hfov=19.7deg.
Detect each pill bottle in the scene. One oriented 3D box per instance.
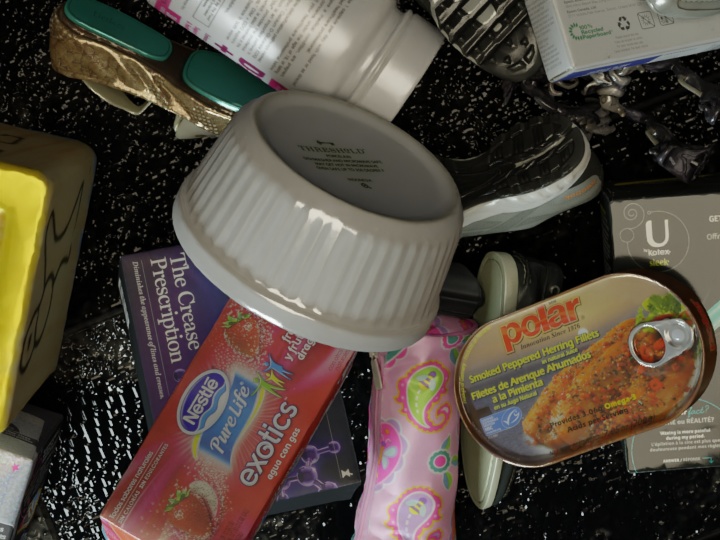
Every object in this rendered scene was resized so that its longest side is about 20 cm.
[{"bbox_3d":[-0.046,-0.188,1.506,0.200,0.113,0.113,34,99,-4],"label":"pill bottle"}]

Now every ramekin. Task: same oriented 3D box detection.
[{"bbox_3d":[-0.021,-0.041,1.421,0.202,0.202,0.094,27,117,-3],"label":"ramekin"}]

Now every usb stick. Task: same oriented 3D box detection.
[{"bbox_3d":[0.000,0.000,1.509,0.200,0.055,0.033,11,122,-30],"label":"usb stick"}]

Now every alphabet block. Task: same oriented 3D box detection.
[{"bbox_3d":[-0.314,-0.010,1.499,0.196,0.200,0.196,11,99,0],"label":"alphabet block"}]

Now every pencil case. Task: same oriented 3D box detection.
[{"bbox_3d":[0.038,0.126,1.567,0.087,0.087,0.200,5,101,1],"label":"pencil case"}]

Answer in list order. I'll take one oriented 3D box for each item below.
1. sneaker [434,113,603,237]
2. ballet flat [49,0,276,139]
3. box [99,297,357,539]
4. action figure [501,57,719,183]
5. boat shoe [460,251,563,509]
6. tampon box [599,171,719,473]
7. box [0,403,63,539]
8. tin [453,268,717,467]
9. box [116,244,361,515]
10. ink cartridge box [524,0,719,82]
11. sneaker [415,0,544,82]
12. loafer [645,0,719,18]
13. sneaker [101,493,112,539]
[{"bbox_3d":[0.087,-0.052,1.534,0.200,0.079,0.074,-14,62,27],"label":"sneaker"},{"bbox_3d":[-0.142,-0.138,1.551,0.200,0.071,0.065,27,126,0],"label":"ballet flat"},{"bbox_3d":[-0.088,0.114,1.422,0.095,0.100,0.200,29,75,3],"label":"box"},{"bbox_3d":[0.182,-0.145,1.517,0.200,0.102,0.119,36,108,22],"label":"action figure"},{"bbox_3d":[0.119,0.083,1.569,0.066,0.074,0.200,-1,99,-21],"label":"boat shoe"},{"bbox_3d":[0.258,0.032,1.526,0.150,0.126,0.200,-4,99,4],"label":"tampon box"},{"bbox_3d":[-0.341,0.142,1.558,0.200,0.132,0.115,18,101,-2],"label":"box"},{"bbox_3d":[0.158,0.068,1.467,0.200,0.042,0.112,-22,92,32],"label":"tin"},{"bbox_3d":[-0.090,0.079,1.523,0.141,0.079,0.200,-11,77,-12],"label":"box"},{"bbox_3d":[0.189,-0.244,1.441,0.196,0.043,0.200,-13,84,-29],"label":"ink cartridge box"},{"bbox_3d":[0.077,-0.199,1.481,0.066,0.090,0.200,-46,58,9],"label":"sneaker"},{"bbox_3d":[0.274,-0.224,1.418,0.200,0.070,0.070,-26,91,-30],"label":"loafer"},{"bbox_3d":[-0.111,0.149,1.579,0.200,0.081,0.077,-42,94,6],"label":"sneaker"}]
